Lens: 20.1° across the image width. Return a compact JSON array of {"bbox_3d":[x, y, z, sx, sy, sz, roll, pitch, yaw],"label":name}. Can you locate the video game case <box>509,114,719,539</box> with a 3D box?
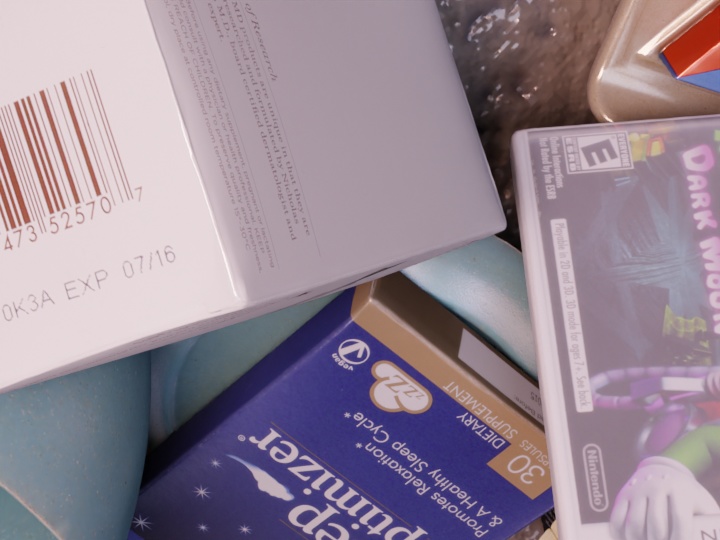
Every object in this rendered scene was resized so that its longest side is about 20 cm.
[{"bbox_3d":[0.155,0.025,0.757,0.181,0.201,0.023,-4,148,0],"label":"video game case"}]

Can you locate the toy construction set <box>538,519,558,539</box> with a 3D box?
[{"bbox_3d":[0.130,0.133,0.826,0.131,0.092,0.200,31,88,-28],"label":"toy construction set"}]

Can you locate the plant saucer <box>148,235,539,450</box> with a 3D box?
[{"bbox_3d":[-0.001,0.057,0.837,0.199,0.027,0.201,4,128,5],"label":"plant saucer"}]

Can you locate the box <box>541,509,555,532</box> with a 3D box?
[{"bbox_3d":[0.171,0.129,0.944,0.147,0.104,0.201,-20,117,-11],"label":"box"}]

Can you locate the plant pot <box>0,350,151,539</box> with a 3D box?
[{"bbox_3d":[-0.156,0.023,0.744,0.200,0.200,0.135,44,57,-30],"label":"plant pot"}]

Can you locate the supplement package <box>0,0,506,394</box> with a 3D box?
[{"bbox_3d":[-0.053,-0.040,0.669,0.117,0.200,0.118,-20,89,28],"label":"supplement package"}]

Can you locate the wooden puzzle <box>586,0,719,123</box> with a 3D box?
[{"bbox_3d":[0.209,-0.122,0.807,0.185,0.046,0.201,15,110,-15],"label":"wooden puzzle"}]

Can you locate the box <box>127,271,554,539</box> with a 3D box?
[{"bbox_3d":[-0.015,0.091,0.828,0.121,0.032,0.200,38,125,-19],"label":"box"}]
